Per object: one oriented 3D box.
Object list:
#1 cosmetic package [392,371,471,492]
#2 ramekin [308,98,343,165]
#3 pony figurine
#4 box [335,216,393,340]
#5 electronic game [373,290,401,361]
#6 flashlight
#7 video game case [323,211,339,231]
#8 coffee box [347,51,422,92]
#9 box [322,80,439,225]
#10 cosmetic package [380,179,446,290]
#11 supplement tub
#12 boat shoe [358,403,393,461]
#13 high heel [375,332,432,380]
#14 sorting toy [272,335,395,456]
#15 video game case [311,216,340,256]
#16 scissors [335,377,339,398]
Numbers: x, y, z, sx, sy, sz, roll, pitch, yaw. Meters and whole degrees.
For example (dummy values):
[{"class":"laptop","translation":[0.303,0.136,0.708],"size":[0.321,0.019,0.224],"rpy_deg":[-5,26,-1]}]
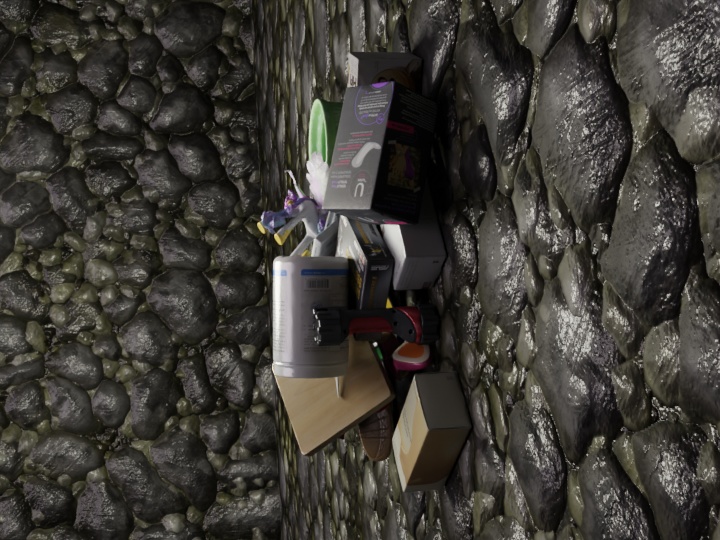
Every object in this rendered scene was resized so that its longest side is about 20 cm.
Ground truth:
[{"class":"cosmetic package","translation":[0.108,0.256,1.446],"size":[0.201,0.071,0.106],"rpy_deg":[102,161,-48]},{"class":"ramekin","translation":[-0.044,-0.261,1.946],"size":[0.200,0.097,0.201],"rpy_deg":[177,90,-77]},{"class":"pony figurine","translation":[-0.102,-0.116,1.841],"size":[0.194,0.200,0.166],"rpy_deg":[58,155,-8]},{"class":"box","translation":[0.000,0.000,1.590],"size":[0.200,0.048,0.159],"rpy_deg":[-113,27,-56]},{"class":"electronic game","translation":[-0.002,0.083,1.754],"size":[0.199,0.042,0.201],"rpy_deg":[19,121,35]},{"class":"flashlight","translation":[0.025,0.093,1.490],"size":[0.068,0.199,0.068],"rpy_deg":[-130,38,-67]},{"class":"video game case","translation":[-0.008,-0.146,1.741],"size":[0.017,0.143,0.201],"rpy_deg":[36,138,16]},{"class":"coffee box","translation":[0.036,-0.265,1.567],"size":[0.080,0.112,0.201],"rpy_deg":[-122,33,-65]},{"class":"box","translation":[0.032,-0.179,1.434],"size":[0.122,0.106,0.201],"rpy_deg":[5,81,49]},{"class":"cosmetic package","translation":[0.078,-0.078,1.512],"size":[0.102,0.074,0.201],"rpy_deg":[106,158,-55]},{"class":"supplement tub","translation":[-0.084,0.076,1.563],"size":[0.132,0.131,0.201],"rpy_deg":[-174,85,-77]},{"class":"boat shoe","translation":[0.034,0.271,1.804],"size":[0.065,0.072,0.201],"rpy_deg":[17,-118,-65]},{"class":"high heel","translation":[0.087,0.165,1.586],"size":[0.096,0.067,0.200],"rpy_deg":[61,159,-15]},{"class":"sorting toy","translation":[-0.039,0.205,1.659],"size":[0.070,0.200,0.199],"rpy_deg":[34,-155,-50]},{"class":"video game case","translation":[-0.031,-0.056,1.790],"size":[0.023,0.200,0.182],"rpy_deg":[35,145,16]},{"class":"scissors","translation":[-0.046,0.121,1.630],"size":[0.073,0.014,0.201],"rpy_deg":[-48,44,42]}]
